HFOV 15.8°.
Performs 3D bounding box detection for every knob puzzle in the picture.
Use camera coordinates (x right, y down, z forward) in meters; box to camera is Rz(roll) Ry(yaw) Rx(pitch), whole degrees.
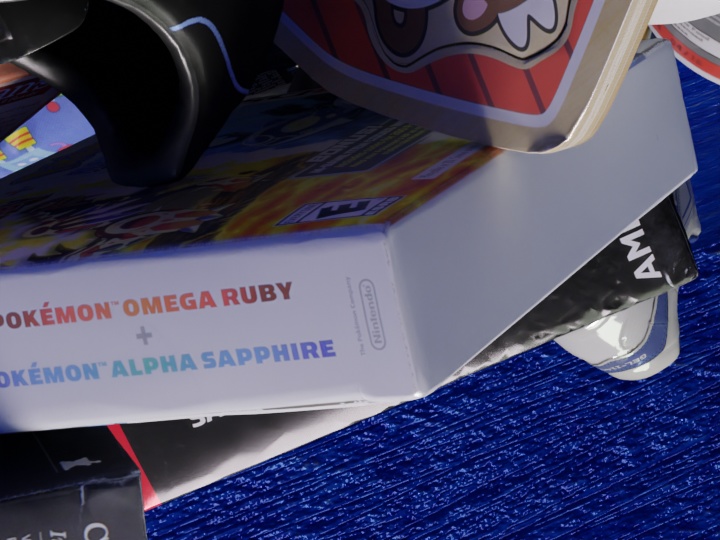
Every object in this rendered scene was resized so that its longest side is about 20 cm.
[{"bbox_3d":[0.004,-0.119,0.589,0.030,0.221,0.219,-16,169,-40],"label":"knob puzzle"}]

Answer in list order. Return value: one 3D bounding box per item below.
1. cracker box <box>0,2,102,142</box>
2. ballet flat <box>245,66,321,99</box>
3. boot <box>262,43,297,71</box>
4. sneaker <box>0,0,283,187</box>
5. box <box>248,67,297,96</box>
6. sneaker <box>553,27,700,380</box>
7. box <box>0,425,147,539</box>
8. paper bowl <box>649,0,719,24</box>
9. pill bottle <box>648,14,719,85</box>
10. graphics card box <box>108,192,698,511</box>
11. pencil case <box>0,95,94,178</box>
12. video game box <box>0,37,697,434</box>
[{"bbox_3d":[-0.161,-0.070,0.670,0.057,0.135,0.200,-19,172,-44],"label":"cracker box"},{"bbox_3d":[-0.010,-0.069,0.943,0.073,0.073,0.201,-35,-149,58],"label":"ballet flat"},{"bbox_3d":[0.024,-0.102,0.857,0.166,0.065,0.200,-59,159,-11],"label":"boot"},{"bbox_3d":[-0.089,-0.096,0.541,0.070,0.078,0.200,-11,141,46],"label":"sneaker"},{"bbox_3d":[-0.036,-0.073,1.046,0.199,0.045,0.160,-23,-145,-10],"label":"box"},{"bbox_3d":[0.100,-0.044,1.060,0.075,0.201,0.088,-16,136,34],"label":"sneaker"},{"bbox_3d":[-0.157,0.089,0.676,0.181,0.105,0.200,-10,-166,-14],"label":"box"},{"bbox_3d":[0.086,-0.145,0.674,0.200,0.104,0.201,-39,-155,21],"label":"paper bowl"},{"bbox_3d":[0.152,-0.146,0.854,0.115,0.116,0.200,-23,162,-7],"label":"pill bottle"},{"bbox_3d":[0.000,0.000,0.813,0.199,0.051,0.126,-22,-161,7],"label":"graphics card box"},{"bbox_3d":[-0.080,-0.102,0.929,0.199,0.087,0.078,-27,-163,33],"label":"pencil case"},{"bbox_3d":[-0.029,-0.010,0.670,0.181,0.047,0.200,-9,-168,27],"label":"video game box"}]
